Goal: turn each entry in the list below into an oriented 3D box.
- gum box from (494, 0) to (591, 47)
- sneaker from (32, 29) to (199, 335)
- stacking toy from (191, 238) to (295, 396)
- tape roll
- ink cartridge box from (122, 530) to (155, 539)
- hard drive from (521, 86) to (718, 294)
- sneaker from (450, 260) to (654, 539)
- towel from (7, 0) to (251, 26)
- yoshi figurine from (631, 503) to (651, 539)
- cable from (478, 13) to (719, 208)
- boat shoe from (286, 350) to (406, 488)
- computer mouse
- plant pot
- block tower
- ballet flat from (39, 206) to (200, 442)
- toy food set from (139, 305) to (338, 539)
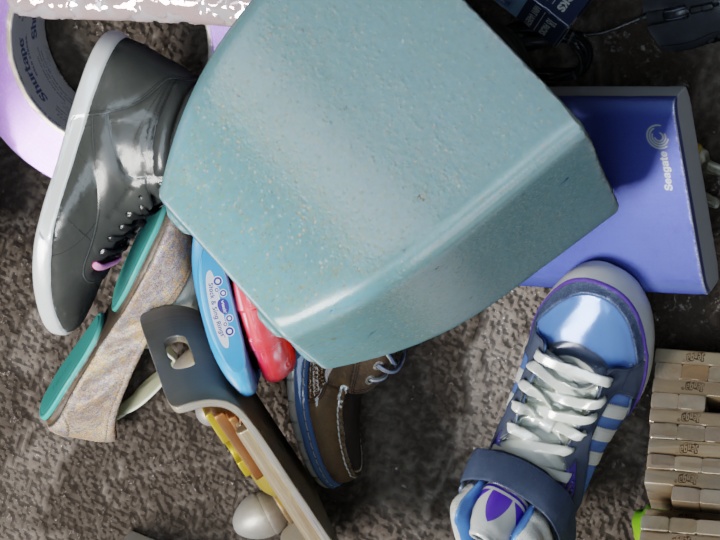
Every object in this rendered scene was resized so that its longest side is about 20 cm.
[{"bbox_3d":[0.088,-0.260,1.470,0.200,0.045,0.170,37,76,1],"label":"gum box"},{"bbox_3d":[-0.139,-0.041,1.555,0.099,0.071,0.201,20,106,13],"label":"sneaker"},{"bbox_3d":[0.000,0.000,1.537,0.199,0.110,0.116,-13,95,1],"label":"stacking toy"},{"bbox_3d":[-0.152,-0.151,1.598,0.199,0.066,0.201,4,106,13],"label":"tape roll"},{"bbox_3d":[-0.087,0.251,1.680,0.199,0.104,0.059,18,110,8],"label":"ink cartridge box"},{"bbox_3d":[0.116,-0.051,1.541,0.199,0.025,0.132,2,120,30],"label":"hard drive"},{"bbox_3d":[0.114,0.107,1.537,0.080,0.147,0.200,24,130,10],"label":"sneaker"},{"bbox_3d":[-0.108,-0.241,1.510,0.199,0.032,0.192,4,77,18],"label":"towel"},{"bbox_3d":[0.195,0.219,1.619,0.199,0.113,0.112,-14,145,4],"label":"yoshi figurine"},{"bbox_3d":[0.131,-0.082,1.562,0.200,0.050,0.097,37,125,5],"label":"cable"},{"bbox_3d":[-0.009,0.046,1.616,0.072,0.072,0.201,-3,105,14],"label":"boat shoe"},{"bbox_3d":[0.168,-0.154,1.533,0.199,0.034,0.059,-16,102,19],"label":"computer mouse"},{"bbox_3d":[0.002,-0.058,1.414,0.200,0.196,0.196,-42,74,0],"label":"plant pot"},{"bbox_3d":[0.204,0.152,1.548,0.058,0.054,0.201,4,67,14],"label":"block tower"},{"bbox_3d":[-0.144,0.035,1.660,0.067,0.068,0.200,25,117,-15],"label":"ballet flat"},{"bbox_3d":[-0.076,0.128,1.593,0.060,0.144,0.200,-32,116,1],"label":"toy food set"}]
